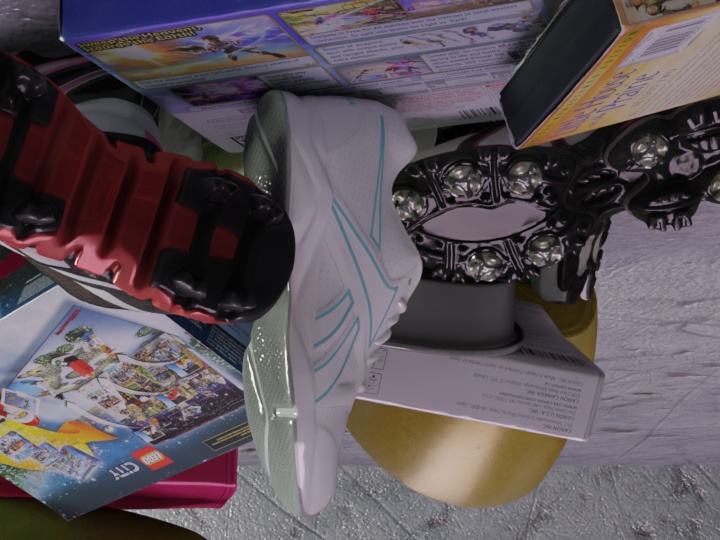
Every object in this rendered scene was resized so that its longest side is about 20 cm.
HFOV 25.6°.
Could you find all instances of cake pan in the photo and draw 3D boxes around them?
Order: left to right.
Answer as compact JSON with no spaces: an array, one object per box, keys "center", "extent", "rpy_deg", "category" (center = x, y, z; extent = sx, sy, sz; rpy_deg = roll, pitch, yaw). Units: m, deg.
[{"center":[0.000,0.000,0.894],"extent":[0.198,0.037,0.200],"rpy_deg":[12,-169,-2],"category":"cake pan"}]

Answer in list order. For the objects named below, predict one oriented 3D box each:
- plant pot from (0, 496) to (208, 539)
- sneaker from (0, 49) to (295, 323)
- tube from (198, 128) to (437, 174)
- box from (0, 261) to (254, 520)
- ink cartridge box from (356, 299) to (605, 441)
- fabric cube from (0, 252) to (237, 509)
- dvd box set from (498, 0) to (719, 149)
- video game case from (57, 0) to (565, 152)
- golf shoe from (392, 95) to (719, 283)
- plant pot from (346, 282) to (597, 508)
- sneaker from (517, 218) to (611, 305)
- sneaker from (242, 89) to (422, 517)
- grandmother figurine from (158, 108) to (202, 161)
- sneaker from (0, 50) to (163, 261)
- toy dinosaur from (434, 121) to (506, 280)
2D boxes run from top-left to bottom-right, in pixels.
[{"center":[-0.197,0.214,0.969],"extent":[0.185,0.189,0.200],"rpy_deg":[-8,150,27],"category":"plant pot"},{"center":[-0.128,-0.033,0.665],"extent":[0.199,0.071,0.098],"rpy_deg":[26,163,-24],"category":"sneaker"},{"center":[-0.048,-0.065,0.875],"extent":[0.199,0.053,0.058],"rpy_deg":[-11,160,39],"category":"tube"},{"center":[-0.139,0.056,0.821],"extent":[0.199,0.038,0.136],"rpy_deg":[-26,126,38],"category":"box"},{"center":[0.028,0.040,0.940],"extent":[0.198,0.045,0.176],"rpy_deg":[12,-170,-7],"category":"ink cartridge box"},{"center":[-0.180,0.050,1.036],"extent":[0.197,0.202,0.196],"rpy_deg":[2,168,-7],"category":"fabric cube"},{"center":[0.166,-0.105,0.639],"extent":[0.198,0.030,0.146],"rpy_deg":[-16,170,-12],"category":"dvd box set"},{"center":[-0.004,-0.106,0.703],"extent":[0.198,0.046,0.181],"rpy_deg":[-6,168,17],"category":"video game case"},{"center":[0.097,-0.053,0.794],"extent":[0.198,0.088,0.078],"rpy_deg":[-12,125,6],"category":"golf shoe"},{"center":[0.091,0.048,1.140],"extent":[0.198,0.202,0.142],"rpy_deg":[5,142,-28],"category":"plant pot"},{"center":[0.113,-0.027,1.024],"extent":[0.088,0.078,0.200],"rpy_deg":[17,-176,13],"category":"sneaker"},{"center":[-0.010,0.018,0.733],"extent":[0.079,0.203,0.070],"rpy_deg":[-4,-164,-25],"category":"sneaker"},{"center":[-0.183,-0.059,0.877],"extent":[0.198,0.061,0.121],"rpy_deg":[-7,154,15],"category":"grandmother figurine"},{"center":[-0.176,-0.061,0.784],"extent":[0.198,0.087,0.081],"rpy_deg":[-9,142,21],"category":"sneaker"},{"center":[0.079,-0.046,0.898],"extent":[0.199,0.103,0.136],"rpy_deg":[-30,174,22],"category":"toy dinosaur"}]
